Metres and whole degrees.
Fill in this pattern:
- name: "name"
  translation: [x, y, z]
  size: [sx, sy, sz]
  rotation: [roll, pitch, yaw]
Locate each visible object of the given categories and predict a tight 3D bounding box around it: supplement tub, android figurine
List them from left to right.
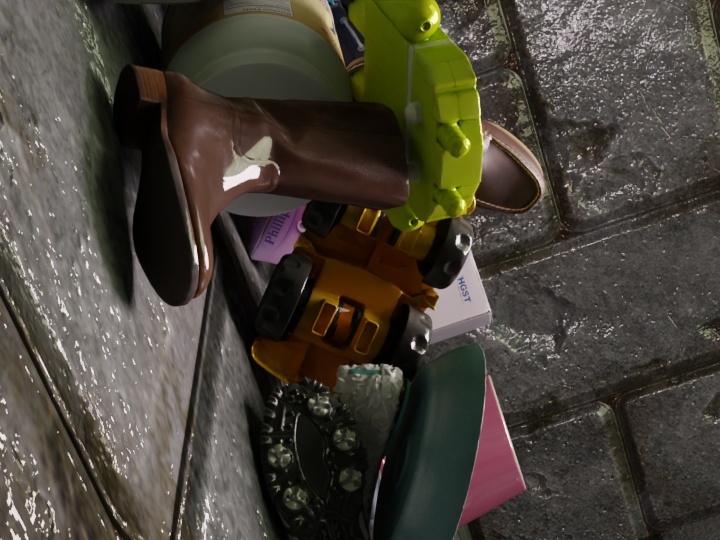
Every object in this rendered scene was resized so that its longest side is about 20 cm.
- name: "supplement tub"
  translation: [-0.082, -0.144, 0.912]
  size: [0.200, 0.144, 0.145]
  rotation: [-103, 173, -55]
- name: "android figurine"
  translation: [0.034, -0.114, 0.834]
  size: [0.200, 0.041, 0.183]
  rotation: [-117, -158, -48]

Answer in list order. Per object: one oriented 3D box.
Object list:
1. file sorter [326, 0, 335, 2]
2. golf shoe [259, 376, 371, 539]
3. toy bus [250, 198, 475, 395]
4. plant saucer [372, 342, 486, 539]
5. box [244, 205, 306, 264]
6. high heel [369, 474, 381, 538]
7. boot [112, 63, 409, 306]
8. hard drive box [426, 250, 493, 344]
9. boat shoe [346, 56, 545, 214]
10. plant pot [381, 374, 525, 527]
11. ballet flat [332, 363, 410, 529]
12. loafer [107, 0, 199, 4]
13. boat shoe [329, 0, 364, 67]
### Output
- name: "file sorter"
  translation: [-0.032, -0.336, 1.003]
  size: [0.139, 0.122, 0.201]
  rotation: [50, 55, -37]
- name: "golf shoe"
  translation: [-0.029, 0.180, 0.860]
  size: [0.088, 0.077, 0.201]
  rotation: [121, -45, -63]
- name: "toy bus"
  translation: [0.000, 0.000, 1.012]
  size: [0.192, 0.135, 0.201]
  rotation: [-117, -129, -84]
- name: "plant saucer"
  translation: [0.045, 0.147, 0.894]
  size: [0.200, 0.036, 0.201]
  rotation: [-164, -90, -85]
- name: "box"
  translation: [-0.042, -0.132, 1.131]
  size: [0.201, 0.096, 0.176]
  rotation: [-104, -147, -45]
- name: "high heel"
  translation: [-0.023, 0.155, 1.136]
  size: [0.200, 0.071, 0.143]
  rotation: [-117, -157, -52]
- name: "boot"
  translation: [-0.041, -0.049, 0.736]
  size: [0.064, 0.199, 0.187]
  rotation: [-52, -138, 40]
- name: "hard drive box"
  translation: [0.023, 0.010, 1.271]
  size: [0.077, 0.199, 0.157]
  rotation: [56, 17, -75]
- name: "boat shoe"
  translation: [0.066, -0.102, 0.984]
  size: [0.199, 0.071, 0.070]
  rotation: [28, 20, -11]
- name: "plant pot"
  translation: [0.072, 0.198, 1.271]
  size: [0.200, 0.178, 0.201]
  rotation: [-17, 90, -86]
- name: "ballet flat"
  translation: [-0.015, 0.154, 0.933]
  size: [0.072, 0.071, 0.201]
  rotation: [-101, -157, -63]
- name: "loafer"
  translation: [-0.115, -0.218, 0.834]
  size: [0.199, 0.070, 0.070]
  rotation: [-22, 95, -42]
- name: "boat shoe"
  translation: [0.011, -0.206, 1.050]
  size: [0.200, 0.072, 0.063]
  rotation: [49, -50, 27]
